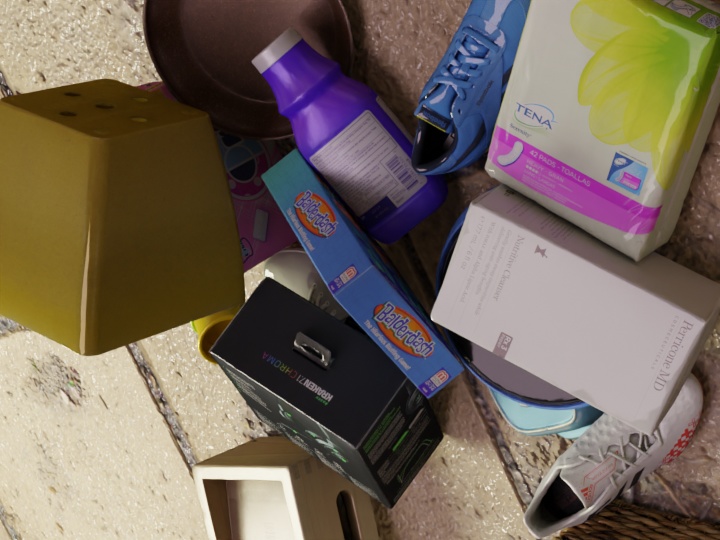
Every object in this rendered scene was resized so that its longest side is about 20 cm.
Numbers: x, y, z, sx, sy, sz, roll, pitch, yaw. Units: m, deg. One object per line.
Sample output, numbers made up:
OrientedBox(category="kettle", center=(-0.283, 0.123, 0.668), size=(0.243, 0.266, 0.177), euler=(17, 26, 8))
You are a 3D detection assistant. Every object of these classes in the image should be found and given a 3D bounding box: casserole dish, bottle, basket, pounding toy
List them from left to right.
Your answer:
OrientedBox(category="pounding toy", center=(-0.065, 0.279, 1.709), size=(0.184, 0.142, 0.201), euler=(-6, 100, 46))
OrientedBox(category="bottle", center=(-0.013, -0.119, 1.401), size=(0.083, 0.065, 0.200), euler=(-39, 98, 17))
OrientedBox(category="casserole dish", center=(0.142, 0.067, 1.420), size=(0.121, 0.039, 0.201), euler=(-18, 102, 49))
OrientedBox(category="basket", center=(0.246, 0.302, 1.381), size=(0.200, 0.149, 0.143), euler=(9, 121, 40))

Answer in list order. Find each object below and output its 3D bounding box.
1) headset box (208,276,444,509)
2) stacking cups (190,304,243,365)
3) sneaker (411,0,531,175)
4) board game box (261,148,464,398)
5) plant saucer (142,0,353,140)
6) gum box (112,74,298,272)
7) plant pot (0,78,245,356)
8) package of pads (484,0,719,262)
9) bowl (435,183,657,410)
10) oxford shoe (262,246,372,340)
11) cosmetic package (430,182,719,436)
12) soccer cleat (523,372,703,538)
OrientedBox(category="headset box", center=(-0.029, 0.113, 1.504), size=(0.174, 0.093, 0.200), euler=(31, 165, 24))
OrientedBox(category="stacking cups", center=(-0.149, 0.008, 1.599), size=(0.200, 0.060, 0.061), euler=(-113, 23, -50))
OrientedBox(category="sneaker", center=(0.090, -0.155, 1.300), size=(0.066, 0.078, 0.200), euler=(41, 136, 21))
OrientedBox(category="board game box", center=(0.000, 0.000, 1.393), size=(0.152, 0.045, 0.200), euler=(48, -175, -39))
OrientedBox(category="plant saucer", center=(-0.096, -0.214, 1.440), size=(0.200, 0.037, 0.201), euler=(10, 123, 16))
OrientedBox(category="gum box", center=(-0.139, -0.098, 1.535), size=(0.066, 0.113, 0.201), euler=(-20, 100, 49))
OrientedBox(category="plant pot", center=(-0.228, -0.061, 1.425), size=(0.200, 0.200, 0.177), euler=(23, 117, 33))
OrientedBox(category="package of pads", center=(0.185, -0.130, 1.217), size=(0.154, 0.068, 0.201), euler=(33, 127, 26))
OrientedBox(category="bowl", center=(0.153, 0.023, 1.337), size=(0.200, 0.039, 0.201), euler=(10, 113, 25))
OrientedBox(category="oxford shoe", center=(-0.024, 0.033, 1.550), size=(0.200, 0.058, 0.075), euler=(27, 134, 33))
OrientedBox(category="cosmetic package", center=(0.169, 0.026, 1.258), size=(0.200, 0.081, 0.113), euler=(27, 117, 17))
OrientedBox(category="soccer cleat", center=(0.210, 0.156, 1.353), size=(0.069, 0.085, 0.200), euler=(49, 124, 10))
